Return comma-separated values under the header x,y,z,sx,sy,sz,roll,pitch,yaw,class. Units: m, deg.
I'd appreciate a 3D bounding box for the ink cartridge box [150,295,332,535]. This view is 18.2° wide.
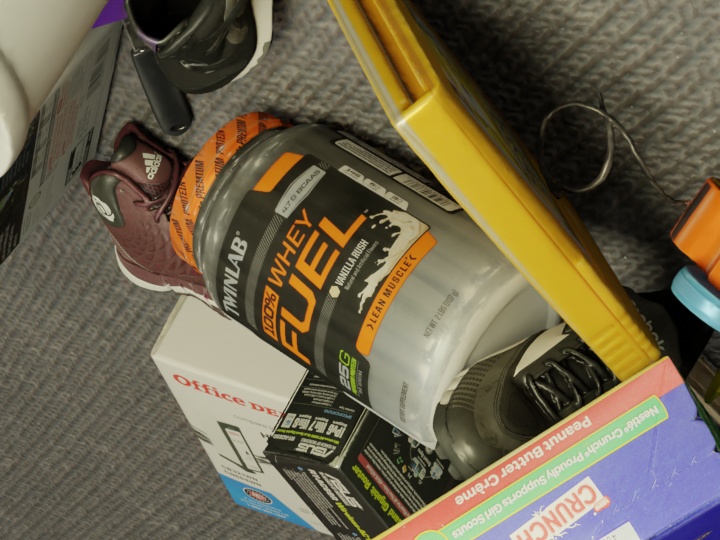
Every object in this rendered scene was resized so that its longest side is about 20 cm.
x,y,z,sx,sy,sz,roll,pitch,yaw,class
-0.036,0.094,1.492,0.146,0.084,0.200,16,152,26,ink cartridge box

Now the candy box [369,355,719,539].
x,y,z,sx,sy,sz,roll,pitch,yaw,class
0.109,0.133,1.094,0.077,0.169,0.200,61,-174,19,candy box

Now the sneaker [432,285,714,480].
x,y,z,sx,sy,sz,roll,pitch,yaw,class
0.114,0.049,1.129,0.090,0.200,0.067,-44,75,39,sneaker

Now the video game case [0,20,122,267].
x,y,z,sx,sy,sz,roll,pitch,yaw,class
-0.205,-0.050,1.286,0.023,0.182,0.200,35,155,3,video game case

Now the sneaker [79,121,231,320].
x,y,z,sx,sy,sz,roll,pitch,yaw,class
-0.097,-0.033,1.337,0.199,0.076,0.116,6,144,40,sneaker

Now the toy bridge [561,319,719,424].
x,y,z,sx,sy,sz,roll,pitch,yaw,class
0.161,0.056,1.288,0.200,0.027,0.067,29,153,-1,toy bridge

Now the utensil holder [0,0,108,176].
x,y,z,sx,sy,sz,roll,pitch,yaw,class
-0.185,-0.168,1.026,0.169,0.200,0.170,22,154,11,utensil holder

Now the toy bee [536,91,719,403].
x,y,z,sx,sy,sz,roll,pitch,yaw,class
0.193,-0.013,1.060,0.109,0.131,0.200,2,-124,-62,toy bee

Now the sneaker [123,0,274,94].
x,y,z,sx,sy,sz,roll,pitch,yaw,class
-0.088,-0.135,1.101,0.076,0.087,0.200,48,153,7,sneaker

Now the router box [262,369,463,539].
x,y,z,sx,sy,sz,roll,pitch,yaw,class
0.040,0.107,1.362,0.062,0.150,0.200,8,147,38,router box

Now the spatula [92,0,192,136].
x,y,z,sx,sy,sz,roll,pitch,yaw,class
-0.120,-0.127,1.232,0.200,0.056,0.021,72,174,-64,spatula

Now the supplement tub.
x,y,z,sx,sy,sz,roll,pitch,yaw,class
0.000,0.000,1.214,0.200,0.123,0.123,31,158,27,supplement tub

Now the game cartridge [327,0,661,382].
x,y,z,sx,sy,sz,roll,pitch,yaw,class
0.062,-0.053,1.069,0.200,0.032,0.176,45,-168,-32,game cartridge
